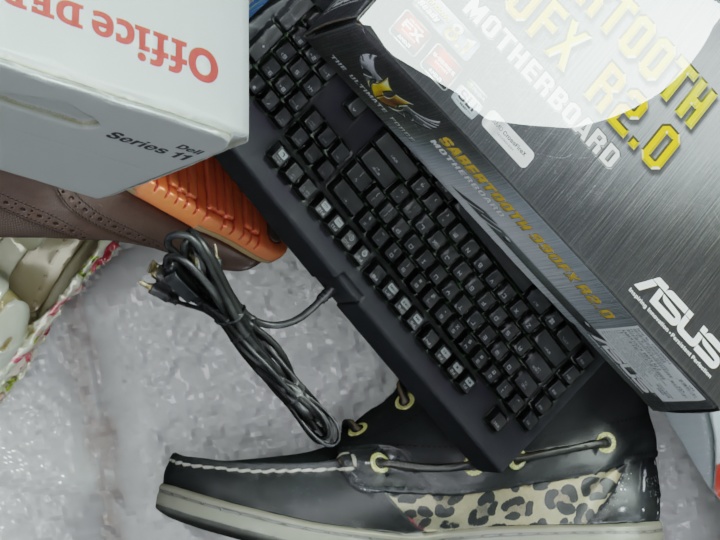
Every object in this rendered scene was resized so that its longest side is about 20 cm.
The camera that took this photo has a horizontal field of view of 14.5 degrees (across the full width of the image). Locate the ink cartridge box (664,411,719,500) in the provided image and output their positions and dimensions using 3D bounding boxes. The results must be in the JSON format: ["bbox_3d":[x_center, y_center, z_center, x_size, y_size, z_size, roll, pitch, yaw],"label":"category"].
[{"bbox_3d":[0.187,0.017,1.114,0.162,0.050,0.200,-35,97,-25],"label":"ink cartridge box"}]

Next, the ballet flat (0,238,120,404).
[{"bbox_3d":[-0.134,-0.012,1.099,0.076,0.064,0.200,35,88,-5],"label":"ballet flat"}]

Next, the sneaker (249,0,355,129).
[{"bbox_3d":[0.012,-0.102,1.055,0.105,0.076,0.201,13,94,-40],"label":"sneaker"}]

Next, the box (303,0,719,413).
[{"bbox_3d":[0.101,-0.072,1.029,0.200,0.048,0.158,47,70,-16],"label":"box"}]

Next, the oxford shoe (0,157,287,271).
[{"bbox_3d":[-0.118,-0.042,1.041,0.200,0.071,0.073,27,122,-25],"label":"oxford shoe"}]

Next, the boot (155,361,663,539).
[{"bbox_3d":[0.025,0.039,1.118,0.203,0.073,0.154,5,87,-8],"label":"boot"}]

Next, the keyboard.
[{"bbox_3d":[0.000,0.000,1.034,0.127,0.021,0.200,-44,114,-8],"label":"keyboard"}]

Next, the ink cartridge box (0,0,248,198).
[{"bbox_3d":[-0.115,-0.139,0.956,0.146,0.083,0.201,18,63,-40],"label":"ink cartridge box"}]
